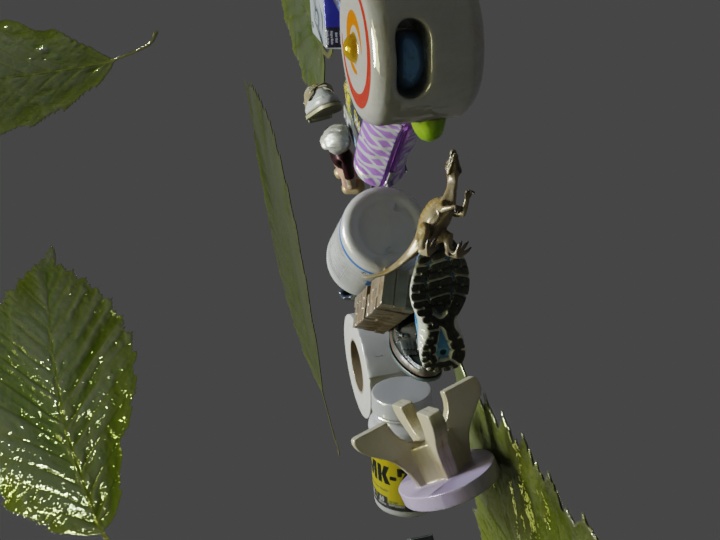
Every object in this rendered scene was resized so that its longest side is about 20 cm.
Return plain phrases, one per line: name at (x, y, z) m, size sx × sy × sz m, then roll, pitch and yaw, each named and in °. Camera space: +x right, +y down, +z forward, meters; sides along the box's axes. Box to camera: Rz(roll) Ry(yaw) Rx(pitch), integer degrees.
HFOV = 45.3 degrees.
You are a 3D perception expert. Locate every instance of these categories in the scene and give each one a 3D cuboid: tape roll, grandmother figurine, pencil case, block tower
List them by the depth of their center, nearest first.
pencil case at (0.041, -0.189, 1.216) m, size 0.200 × 0.084 × 0.086 m, roll 108°, pitch 160°, yaw -65°
block tower at (0.035, 0.049, 1.272) m, size 0.200 × 0.054 × 0.058 m, roll 133°, pitch 146°, yaw -73°
grandmother figurine at (-0.032, -0.205, 1.532) m, size 0.121 × 0.061 × 0.200 m, roll 56°, pitch 176°, yaw 15°
tape roll at (0.025, 0.174, 1.627) m, size 0.202 × 0.071 × 0.203 m, roll 172°, pitch 90°, yaw -79°

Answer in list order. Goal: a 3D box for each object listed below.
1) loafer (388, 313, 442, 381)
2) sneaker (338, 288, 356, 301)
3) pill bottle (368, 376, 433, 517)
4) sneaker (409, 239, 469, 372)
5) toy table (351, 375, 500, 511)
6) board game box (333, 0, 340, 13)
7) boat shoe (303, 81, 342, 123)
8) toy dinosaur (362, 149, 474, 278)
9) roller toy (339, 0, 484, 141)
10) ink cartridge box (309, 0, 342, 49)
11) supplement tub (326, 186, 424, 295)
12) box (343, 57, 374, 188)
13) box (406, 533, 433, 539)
loafer at (0.076, 0.090, 1.318) m, size 0.200 × 0.072 × 0.063 m, roll -114°, pitch 24°, yaw -58°
sneaker at (0.000, -0.012, 1.569) m, size 0.074 × 0.081 × 0.200 m, roll -112°, pitch 18°, yaw -47°
pill bottle at (0.071, 0.278, 1.371) m, size 0.114 × 0.114 × 0.200 m, roll -127°, pitch 29°, yaw -66°
sneaker at (0.096, 0.037, 1.155) m, size 0.090 × 0.078 × 0.200 m, roll -108°, pitch 15°, yaw -58°
toy table at (0.092, 0.228, 1.119) m, size 0.117 × 0.184 × 0.200 m, roll 65°, pitch 156°, yaw 0°
board game box at (0.008, -0.425, 1.253) m, size 0.200 × 0.062 × 0.200 m, roll 99°, pitch 158°, yaw -57°
boat shoe at (-0.084, -0.342, 1.741) m, size 0.200 × 0.075 × 0.068 m, roll -163°, pitch 58°, yaw -78°
toy dinosaur at (0.088, -0.047, 1.069) m, size 0.200 × 0.058 × 0.101 m, roll -57°, pitch 29°, yaw 12°
roller toy at (0.048, -0.262, 0.985) m, size 0.182 × 0.140 × 0.200 m, roll 114°, pitch 146°, yaw -69°
ink cartridge box at (-0.060, -0.512, 1.571) m, size 0.200 × 0.041 × 0.200 m, roll -120°, pitch 24°, yaw -61°
supplement tub at (0.022, -0.040, 1.315) m, size 0.200 × 0.132 × 0.132 m, roll 124°, pitch 136°, yaw -75°
box at (0.014, -0.258, 1.387) m, size 0.161 × 0.049 × 0.200 m, roll 88°, pitch 168°, yaw -48°
box at (0.119, 0.587, 1.558) m, size 0.160 × 0.043 × 0.200 m, roll 108°, pitch 151°, yaw -67°
